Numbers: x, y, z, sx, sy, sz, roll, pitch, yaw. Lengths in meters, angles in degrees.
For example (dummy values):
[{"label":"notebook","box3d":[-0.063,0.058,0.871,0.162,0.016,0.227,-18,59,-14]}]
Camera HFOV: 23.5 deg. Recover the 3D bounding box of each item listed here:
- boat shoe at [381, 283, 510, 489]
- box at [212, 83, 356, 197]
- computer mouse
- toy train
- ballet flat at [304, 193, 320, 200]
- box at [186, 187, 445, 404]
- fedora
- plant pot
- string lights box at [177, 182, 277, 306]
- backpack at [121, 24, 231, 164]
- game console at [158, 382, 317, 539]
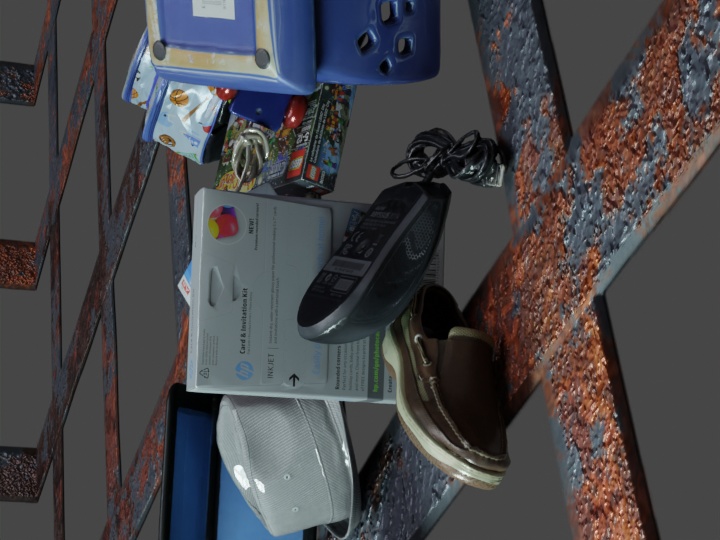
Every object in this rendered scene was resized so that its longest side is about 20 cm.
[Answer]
[{"label":"boat shoe","box3d":[0.065,0.074,1.253,0.075,0.074,0.203,-62,28,20]},{"label":"box","box3d":[-0.075,-0.130,1.681,0.199,0.037,0.138,-14,60,58]},{"label":"computer mouse","box3d":[0.031,-0.016,1.310,0.200,0.053,0.138,-52,24,-8]},{"label":"toy train","box3d":[-0.102,-0.161,1.631,0.202,0.084,0.116,-69,17,1]},{"label":"ballet flat","box3d":[-0.063,-0.009,1.656,0.200,0.046,0.068,108,159,-62]},{"label":"box","box3d":[-0.033,0.023,1.358,0.041,0.198,0.158,156,117,-70]},{"label":"fedora","box3d":[-0.071,0.153,1.514,0.177,0.090,0.201,-131,27,-50]},{"label":"plant pot","box3d":[-0.064,-0.244,1.394,0.199,0.179,0.202,12,111,39]},{"label":"string lights box","box3d":[-0.106,0.009,1.641,0.103,0.059,0.200,57,154,10]},{"label":"backpack","box3d":[-0.169,-0.217,1.866,0.191,0.153,0.201,-80,6,-53]},{"label":"game console","box3d":[-0.108,0.210,1.579,0.116,0.174,0.202,162,112,-70]}]
